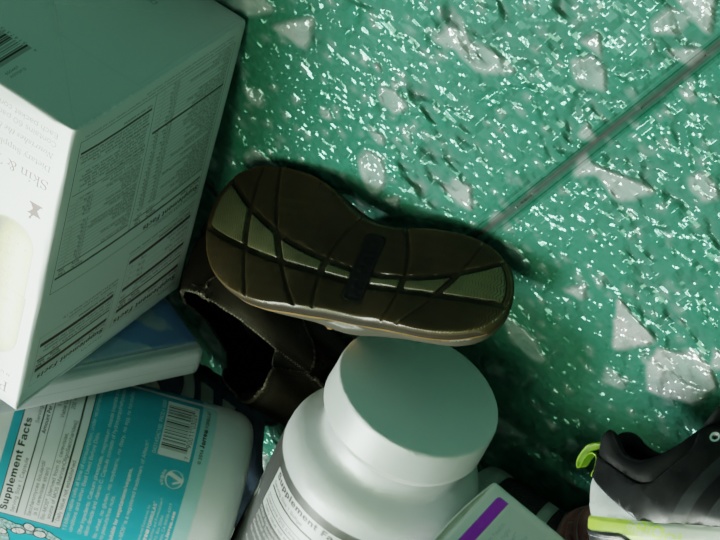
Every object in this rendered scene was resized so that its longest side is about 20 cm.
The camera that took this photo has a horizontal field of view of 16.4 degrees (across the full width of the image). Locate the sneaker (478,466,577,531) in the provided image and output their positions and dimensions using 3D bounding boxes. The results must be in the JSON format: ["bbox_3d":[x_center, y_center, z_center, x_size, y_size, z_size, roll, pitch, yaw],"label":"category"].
[{"bbox_3d":[0.105,0.214,1.481,0.112,0.073,0.200,28,144,25],"label":"sneaker"}]

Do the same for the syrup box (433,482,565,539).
[{"bbox_3d":[0.118,0.213,1.335,0.200,0.081,0.079,40,156,16],"label":"syrup box"}]

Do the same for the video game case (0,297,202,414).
[{"bbox_3d":[-0.218,0.012,1.439,0.182,0.200,0.022,52,139,37],"label":"video game case"}]

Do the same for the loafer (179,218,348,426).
[{"bbox_3d":[-0.048,0.062,1.475,0.073,0.071,0.200,-11,119,53],"label":"loafer"}]

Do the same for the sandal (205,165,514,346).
[{"bbox_3d":[0.000,0.000,1.368,0.200,0.082,0.055,14,160,28],"label":"sandal"}]

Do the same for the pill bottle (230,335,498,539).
[{"bbox_3d":[-0.001,0.135,1.412,0.116,0.116,0.200,36,130,12],"label":"pill bottle"}]

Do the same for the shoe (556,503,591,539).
[{"bbox_3d":[0.195,0.195,1.373,0.200,0.072,0.091,42,161,-4],"label":"shoe"}]

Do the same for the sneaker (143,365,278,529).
[{"bbox_3d":[-0.102,0.079,1.547,0.075,0.084,0.200,22,140,58],"label":"sneaker"}]

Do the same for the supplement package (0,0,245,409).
[{"bbox_3d":[-0.182,-0.066,1.363,0.152,0.151,0.200,33,132,17],"label":"supplement package"}]

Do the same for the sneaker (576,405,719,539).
[{"bbox_3d":[0.197,0.105,1.255,0.200,0.072,0.083,-6,85,29],"label":"sneaker"}]

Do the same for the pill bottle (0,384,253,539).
[{"bbox_3d":[-0.169,0.111,1.447,0.199,0.111,0.111,16,147,-6],"label":"pill bottle"}]
